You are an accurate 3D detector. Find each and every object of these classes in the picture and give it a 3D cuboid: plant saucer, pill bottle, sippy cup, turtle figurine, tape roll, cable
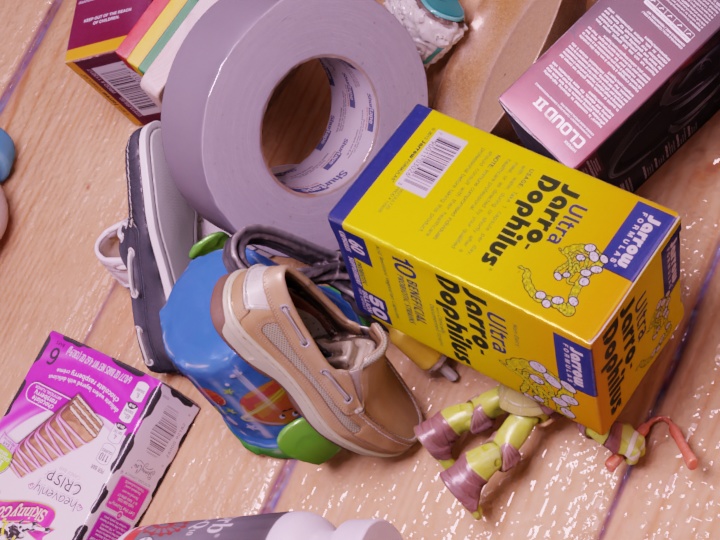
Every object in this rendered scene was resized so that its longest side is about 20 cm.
[{"bbox_3d":[0.112,-0.156,1.110,0.201,0.035,0.201,-56,18,28],"label":"plant saucer"},{"bbox_3d":[-0.070,0.223,1.016,0.198,0.116,0.117,-10,60,26],"label":"pill bottle"},{"bbox_3d":[-0.074,0.051,1.101,0.176,0.130,0.141,15,73,36],"label":"sippy cup"},{"bbox_3d":[0.120,0.090,1.005,0.161,0.064,0.201,-40,52,6],"label":"turtle figurine"},{"bbox_3d":[-0.046,-0.114,1.122,0.066,0.200,0.201,25,79,50],"label":"tape roll"},{"bbox_3d":[0.000,0.000,1.060,0.050,0.199,0.098,-22,48,48],"label":"cable"}]

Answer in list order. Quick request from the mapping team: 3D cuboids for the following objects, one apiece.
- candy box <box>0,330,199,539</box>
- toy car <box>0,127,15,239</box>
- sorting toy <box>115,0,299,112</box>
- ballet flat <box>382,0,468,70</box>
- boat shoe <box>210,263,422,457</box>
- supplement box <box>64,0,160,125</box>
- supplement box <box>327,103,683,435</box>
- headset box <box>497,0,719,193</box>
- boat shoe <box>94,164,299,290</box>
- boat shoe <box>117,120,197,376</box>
[{"bbox_3d":[-0.232,0.163,1.181,0.135,0.061,0.202,19,76,36],"label":"candy box"},{"bbox_3d":[-0.432,-0.036,1.378,0.200,0.176,0.186,-41,30,43],"label":"toy car"},{"bbox_3d":[-0.102,-0.203,1.203,0.069,0.200,0.200,34,85,15],"label":"sorting toy"},{"bbox_3d":[0.031,-0.240,1.237,0.071,0.072,0.201,-29,48,15],"label":"ballet flat"},{"bbox_3d":[-0.011,0.063,1.009,0.076,0.200,0.072,-20,48,33],"label":"boat shoe"},{"bbox_3d":[-0.182,-0.247,1.339,0.085,0.110,0.202,-8,61,26],"label":"supplement box"},{"bbox_3d":[0.094,-0.003,0.966,0.199,0.109,0.110,26,64,29],"label":"supplement box"},{"bbox_3d":[0.184,-0.125,1.020,0.200,0.149,0.077,-45,70,2],"label":"headset box"},{"bbox_3d":[-0.127,-0.041,1.221,0.198,0.070,0.072,-20,56,21],"label":"boat shoe"},{"bbox_3d":[-0.158,-0.013,1.167,0.060,0.075,0.203,-4,101,25],"label":"boat shoe"}]
